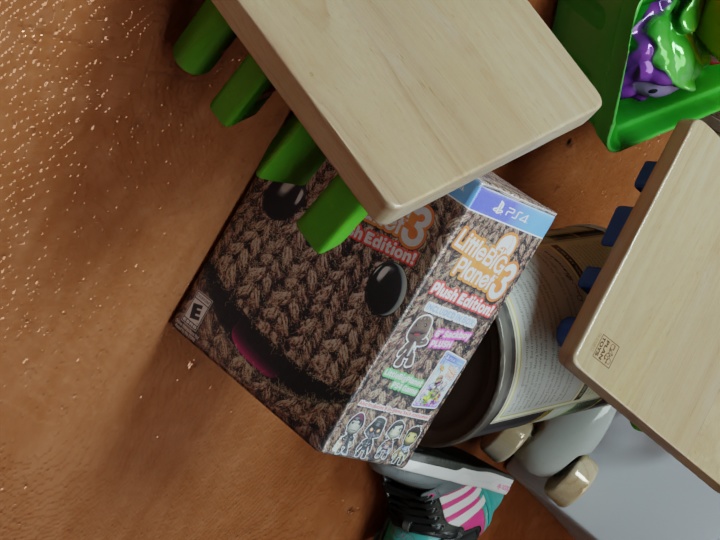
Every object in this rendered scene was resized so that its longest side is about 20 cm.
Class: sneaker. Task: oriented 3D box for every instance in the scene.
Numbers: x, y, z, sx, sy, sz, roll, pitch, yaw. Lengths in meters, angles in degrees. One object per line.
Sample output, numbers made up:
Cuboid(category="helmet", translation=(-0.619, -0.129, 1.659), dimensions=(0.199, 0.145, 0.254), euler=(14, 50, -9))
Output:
Cuboid(category="sneaker", translation=(0.044, 0.198, 1.591), dimensions=(0.200, 0.084, 0.121), euler=(25, 90, -57))

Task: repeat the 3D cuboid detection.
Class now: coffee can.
Cuboid(category="coffee can", translation=(0.112, 0.045, 1.470), dimensions=(0.200, 0.146, 0.147), euler=(-7, 126, -47))

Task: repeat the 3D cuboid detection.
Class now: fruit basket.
Cuboid(category="fruit basket", translation=(0.264, -0.167, 1.415), dimensions=(0.215, 0.216, 0.156), euler=(-22, 135, -37))

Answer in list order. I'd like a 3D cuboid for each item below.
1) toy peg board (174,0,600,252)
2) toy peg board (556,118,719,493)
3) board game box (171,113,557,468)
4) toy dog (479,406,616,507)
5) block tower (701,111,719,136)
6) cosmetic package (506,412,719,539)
Cuboid(category="toy peg board", translation=(0.002, -0.122, 1.167), dimensions=(0.199, 0.200, 0.098), euler=(-28, 168, -43))
Cuboid(category="toy peg board", translation=(0.226, 0.026, 1.429), dimensions=(0.199, 0.098, 0.200), euler=(38, 73, -31))
Cuboid(category="board game box", translation=(0.000, 0.000, 1.287), dimensions=(0.097, 0.159, 0.200), euler=(18, 105, -54))
Cuboid(category="toy dog", translation=(0.196, 0.108, 1.668), dimensions=(0.200, 0.096, 0.132), euler=(-27, 105, 11))
Cuboid(category="block tower", translation=(0.324, -0.163, 1.618), dimensions=(0.054, 0.058, 0.200), euler=(-14, 129, -44))
Cuboid(category="cosmetic package", translation=(0.265, 0.219, 1.760), dimensions=(0.123, 0.199, 0.200), euler=(-50, 146, -3))
